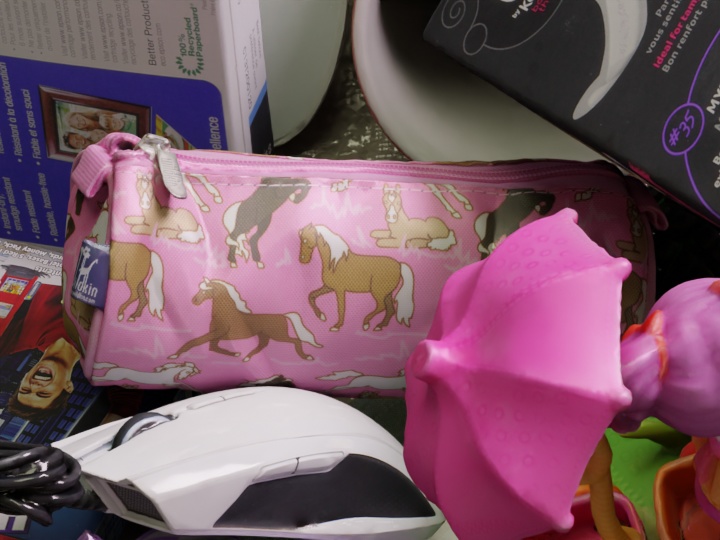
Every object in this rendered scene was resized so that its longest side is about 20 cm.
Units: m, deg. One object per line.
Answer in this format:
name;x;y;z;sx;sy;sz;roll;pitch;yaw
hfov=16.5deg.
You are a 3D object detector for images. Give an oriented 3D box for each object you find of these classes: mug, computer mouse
mug;0.072;-0.115;0.974;0.133;0.177;0.200;-45;21;17
computer mouse;-0.059;0.057;0.791;0.200;0.044;0.110;5;4;-36

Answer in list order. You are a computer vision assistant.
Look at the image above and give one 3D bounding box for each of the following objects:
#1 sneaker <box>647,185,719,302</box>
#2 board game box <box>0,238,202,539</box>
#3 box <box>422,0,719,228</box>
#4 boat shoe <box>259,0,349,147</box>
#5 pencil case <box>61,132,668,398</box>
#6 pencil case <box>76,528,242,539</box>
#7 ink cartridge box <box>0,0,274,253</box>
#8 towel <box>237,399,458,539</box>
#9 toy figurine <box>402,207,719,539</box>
sneaker;0.161;0.038;0.861;0.200;0.085;0.078;38;106;33
board game box;-0.171;0.075;0.873;0.200;0.062;0.200;14;51;20
box;0.131;-0.072;0.766;0.122;0.106;0.200;-59;37;6
boat shoe;-0.033;-0.151;1.012;0.071;0.200;0.064;5;9;10
pencil case;0.000;0.000;0.839;0.200;0.087;0.083;3;71;-11
pencil case;-0.008;0.153;0.756;0.200;0.085;0.084;31;89;35
ink cartridge box;-0.135;-0.094;0.937;0.200;0.198;0.043;7;41;14
towel;0.064;0.097;0.845;0.200;0.023;0.153;33;59;33
toy figurine;0.094;0.052;0.709;0.200;0.184;0.150;-19;56;12
